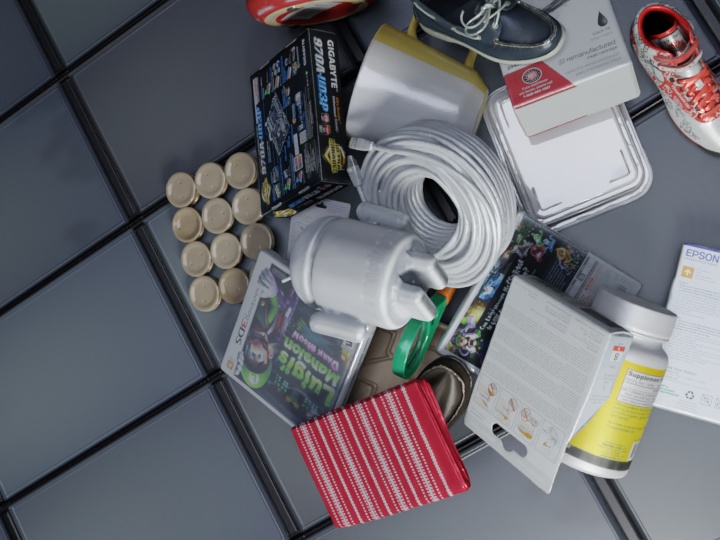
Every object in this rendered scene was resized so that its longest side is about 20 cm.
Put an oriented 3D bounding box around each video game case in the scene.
[{"bbox_3d":[0.219,0.057,1.178,0.181,0.023,0.201,30,97,-5],"label":"video game case"},{"bbox_3d":[-0.086,0.098,1.230,0.199,0.023,0.183,33,112,31],"label":"video game case"}]

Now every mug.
[{"bbox_3d":[0.082,-0.229,1.192,0.152,0.149,0.188,20,108,7],"label":"mug"}]

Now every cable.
[{"bbox_3d":[0.090,-0.079,1.131,0.199,0.069,0.202,4,121,40],"label":"cable"}]

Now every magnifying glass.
[{"bbox_3d":[0.089,0.050,1.174,0.022,0.080,0.200,22,52,20],"label":"magnifying glass"}]

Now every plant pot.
[{"bbox_3d":[-0.067,-0.417,1.215,0.198,0.200,0.185,-9,94,15],"label":"plant pot"}]

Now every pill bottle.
[{"bbox_3d":[0.292,0.129,1.121,0.113,0.114,0.202,20,99,15],"label":"pill bottle"}]

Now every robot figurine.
[{"bbox_3d":[0.000,0.000,1.109,0.198,0.113,0.171,13,68,28],"label":"robot figurine"}]

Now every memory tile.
[{"bbox_3d":[-0.189,-0.052,1.318,0.152,0.017,0.202,-16,85,22],"label":"memory tile"}]

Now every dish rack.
[{"bbox_3d":[0.255,-0.162,1.192,0.170,0.043,0.202,-22,82,15],"label":"dish rack"}]

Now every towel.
[{"bbox_3d":[0.023,0.222,1.145,0.199,0.022,0.146,-24,91,29],"label":"towel"}]

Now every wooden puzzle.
[{"bbox_3d":[0.038,0.145,1.245,0.184,0.046,0.202,21,99,16],"label":"wooden puzzle"}]

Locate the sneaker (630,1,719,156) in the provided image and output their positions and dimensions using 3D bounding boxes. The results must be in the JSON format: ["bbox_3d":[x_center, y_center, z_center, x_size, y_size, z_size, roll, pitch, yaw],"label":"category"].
[{"bbox_3d":[0.385,-0.225,1.123,0.067,0.108,0.202,-34,80,12],"label":"sneaker"}]

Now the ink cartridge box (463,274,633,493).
[{"bbox_3d":[0.212,0.128,1.103,0.162,0.050,0.202,36,116,48],"label":"ink cartridge box"}]

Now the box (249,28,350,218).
[{"bbox_3d":[-0.081,-0.184,1.226,0.158,0.046,0.202,-22,70,53],"label":"box"}]

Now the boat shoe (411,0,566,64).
[{"bbox_3d":[0.143,-0.298,1.111,0.199,0.062,0.075,30,86,32],"label":"boat shoe"}]

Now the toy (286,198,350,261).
[{"bbox_3d":[-0.052,0.006,1.261,0.115,0.047,0.202,15,97,46],"label":"toy"}]

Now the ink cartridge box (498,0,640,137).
[{"bbox_3d":[0.234,-0.286,1.149,0.143,0.084,0.202,-19,64,16],"label":"ink cartridge box"}]

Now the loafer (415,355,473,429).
[{"bbox_3d":[0.067,0.193,1.171,0.073,0.071,0.201,37,107,10],"label":"loafer"}]

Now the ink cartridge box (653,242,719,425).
[{"bbox_3d":[0.455,0.087,1.128,0.194,0.043,0.202,15,91,18],"label":"ink cartridge box"}]
